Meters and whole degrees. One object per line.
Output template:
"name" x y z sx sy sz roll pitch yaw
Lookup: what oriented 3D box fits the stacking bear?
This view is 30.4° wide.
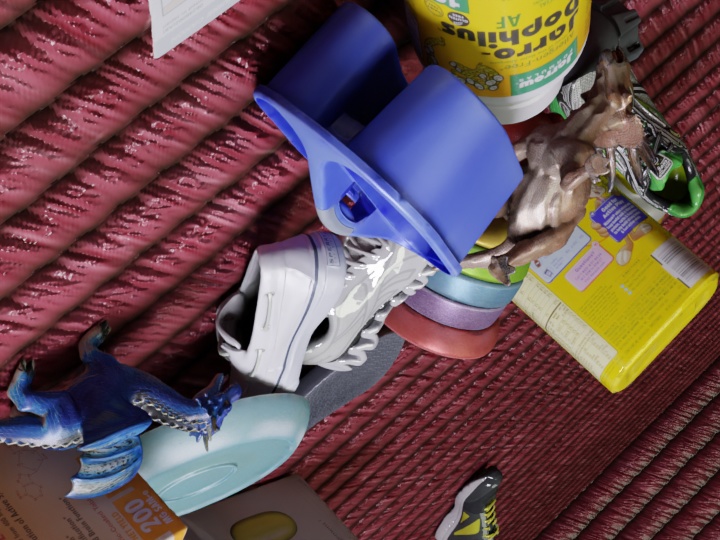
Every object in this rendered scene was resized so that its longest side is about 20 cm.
"stacking bear" 0.092 -0.042 1.043 0.114 0.121 0.201 -106 -146 -63

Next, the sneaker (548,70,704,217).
"sneaker" 0.237 -0.120 1.140 0.078 0.085 0.200 -48 124 8

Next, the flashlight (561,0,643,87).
"flashlight" 0.132 -0.162 0.971 0.200 0.068 0.068 -32 122 -44

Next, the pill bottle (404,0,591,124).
"pill bottle" 0.080 -0.168 0.775 0.113 0.113 0.200 -43 160 -10

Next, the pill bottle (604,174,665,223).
"pill bottle" 0.248 -0.062 1.322 0.104 0.104 0.200 -35 157 -28

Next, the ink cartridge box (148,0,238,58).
"ink cartridge box" -0.050 -0.201 0.568 0.160 0.047 0.200 -40 164 -18

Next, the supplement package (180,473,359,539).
"supplement package" -0.087 0.324 1.250 0.147 0.191 0.200 -55 159 21

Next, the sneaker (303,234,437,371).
"sneaker" 0.000 0.000 1.002 0.081 0.075 0.201 -1 131 -48

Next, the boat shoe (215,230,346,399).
"boat shoe" -0.073 0.036 0.943 0.066 0.074 0.200 0 142 -23

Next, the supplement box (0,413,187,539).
"supplement box" -0.223 0.177 0.800 0.200 0.126 0.074 -29 155 -41

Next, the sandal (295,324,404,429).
"sandal" -0.051 0.105 1.147 0.200 0.043 0.076 -37 153 2

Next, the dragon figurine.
"dragon figurine" -0.164 0.097 0.806 0.200 0.099 0.059 -28 153 -40

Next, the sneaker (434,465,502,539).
"sneaker" 0.189 0.381 2.062 0.074 0.085 0.200 -30 154 -39

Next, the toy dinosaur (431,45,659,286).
"toy dinosaur" 0.142 -0.058 0.958 0.135 0.086 0.200 -10 140 -56

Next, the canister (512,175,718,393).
"canister" 0.201 -0.007 1.189 0.149 0.200 0.087 -45 159 -2

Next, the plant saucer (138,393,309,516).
"plant saucer" -0.125 0.149 0.986 0.199 0.028 0.200 -22 162 -8

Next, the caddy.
"caddy" 0.013 -0.066 0.794 0.105 0.141 0.200 -49 159 -1
